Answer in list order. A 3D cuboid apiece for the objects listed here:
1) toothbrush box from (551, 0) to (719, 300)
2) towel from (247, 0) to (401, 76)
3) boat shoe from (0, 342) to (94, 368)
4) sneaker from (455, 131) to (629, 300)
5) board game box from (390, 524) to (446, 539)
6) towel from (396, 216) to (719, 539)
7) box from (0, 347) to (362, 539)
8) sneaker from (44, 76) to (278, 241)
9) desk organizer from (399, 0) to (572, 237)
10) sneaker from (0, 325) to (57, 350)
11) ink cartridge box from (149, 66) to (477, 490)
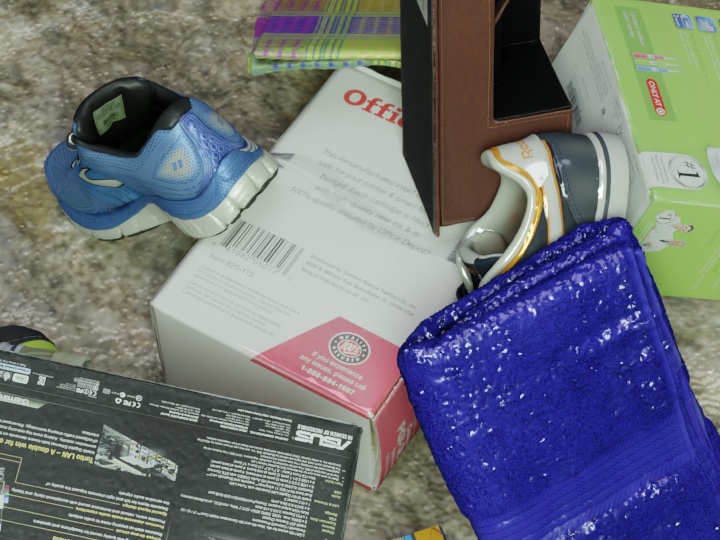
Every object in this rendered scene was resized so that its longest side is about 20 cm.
[{"bbox_3d":[0.215,-0.063,1.346,0.200,0.086,0.146,3,52,-22],"label":"toothbrush box"},{"bbox_3d":[0.010,-0.137,1.419,0.144,0.023,0.200,1,16,1],"label":"towel"},{"bbox_3d":[-0.171,0.122,1.200,0.062,0.072,0.200,-4,60,11],"label":"boat shoe"},{"bbox_3d":[0.087,0.024,1.277,0.079,0.200,0.078,1,13,-15],"label":"sneaker"},{"bbox_3d":[-0.004,0.242,1.201,0.165,0.057,0.200,-16,56,-10],"label":"board game box"},{"bbox_3d":[0.115,0.090,1.227,0.148,0.200,0.050,-32,21,-18],"label":"towel"},{"bbox_3d":[-0.112,0.138,1.117,0.200,0.086,0.164,12,55,-2],"label":"box"},{"bbox_3d":[-0.126,-0.072,1.367,0.079,0.089,0.200,-49,24,-24],"label":"sneaker"},{"bbox_3d":[0.065,-0.121,1.259,0.077,0.200,0.072,-10,43,-9],"label":"desk organizer"},{"bbox_3d":[-0.230,0.102,1.302,0.200,0.072,0.083,-33,62,-18],"label":"sneaker"},{"bbox_3d":[0.000,0.000,1.353,0.146,0.083,0.200,26,59,20],"label":"ink cartridge box"}]
